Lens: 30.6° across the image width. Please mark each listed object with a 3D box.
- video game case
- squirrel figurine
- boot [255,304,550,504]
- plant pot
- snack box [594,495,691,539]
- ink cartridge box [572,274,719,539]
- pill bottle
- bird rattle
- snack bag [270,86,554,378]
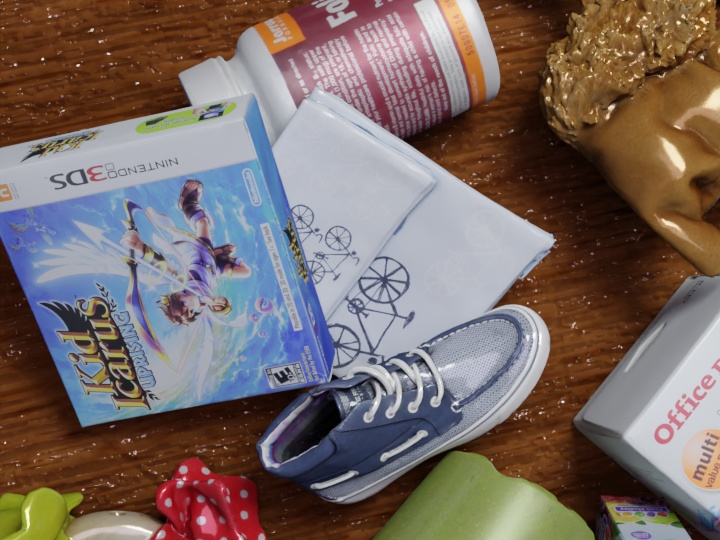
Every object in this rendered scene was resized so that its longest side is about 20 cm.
[{"bbox_3d":[-0.130,-0.001,0.863,0.181,0.045,0.200,-10,118,12],"label":"video game case"},{"bbox_3d":[0.227,-0.134,0.877,0.200,0.142,0.187,40,107,-7],"label":"squirrel figurine"},{"bbox_3d":[0.029,0.085,0.867,0.200,0.090,0.073,-40,56,13],"label":"boot"},{"bbox_3d":[0.062,0.231,0.875,0.200,0.200,0.190,36,73,-2],"label":"plant pot"},{"bbox_3d":[0.185,0.269,0.864,0.053,0.142,0.200,2,105,-5],"label":"snack box"},{"bbox_3d":[0.276,0.116,0.902,0.200,0.145,0.145,39,86,-1],"label":"ink cartridge box"},{"bbox_3d":[-0.016,-0.131,0.908,0.200,0.114,0.114,-25,89,-5],"label":"pill bottle"},{"bbox_3d":[-0.164,0.212,0.910,0.200,0.113,0.163,1,99,-17],"label":"bird rattle"},{"bbox_3d":[0.000,0.000,0.891,0.200,0.021,0.189,31,116,-15],"label":"snack bag"}]
